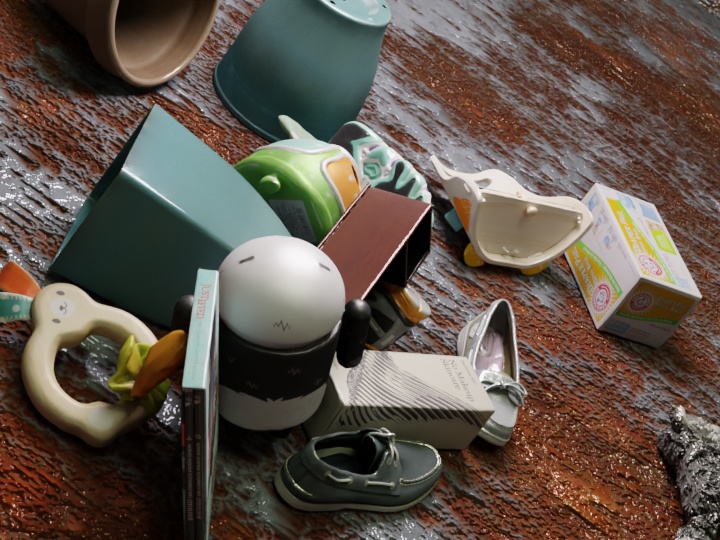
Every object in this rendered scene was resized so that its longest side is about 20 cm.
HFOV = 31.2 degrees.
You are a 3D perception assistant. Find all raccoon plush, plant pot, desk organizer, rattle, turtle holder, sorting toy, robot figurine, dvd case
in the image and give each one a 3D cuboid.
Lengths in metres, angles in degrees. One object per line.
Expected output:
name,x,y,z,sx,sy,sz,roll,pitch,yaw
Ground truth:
raccoon plush,0.373,0.234,1.472,0.134,0.097,0.200,39,32,22
plant pot,-0.060,-0.284,1.661,0.199,0.188,0.201,23,34,-17
desk organizer,0.000,0.000,1.317,0.077,0.072,0.200,17,42,19
plant pot,-0.293,-0.346,1.556,0.174,0.201,0.200,29,28,24
rattle,-0.247,0.043,1.106,0.130,0.143,0.200,-35,78,-18
plant pot,-0.171,-0.031,1.279,0.200,0.141,0.142,33,31,-15
turtle holder,-0.078,-0.072,1.414,0.141,0.185,0.132,51,52,-3
sorting toy,0.173,-0.092,1.715,0.199,0.107,0.180,9,33,-34
robot figurine,-0.082,0.062,1.171,0.125,0.201,0.150,35,44,24
dvd case,-0.131,0.121,1.065,0.022,0.201,0.146,3,37,-4

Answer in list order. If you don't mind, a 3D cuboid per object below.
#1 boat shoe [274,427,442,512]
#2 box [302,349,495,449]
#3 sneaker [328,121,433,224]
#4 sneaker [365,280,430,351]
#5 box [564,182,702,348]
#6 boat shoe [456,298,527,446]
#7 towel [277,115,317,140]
boat shoe,0.012,0.185,1.228,0.199,0.062,0.073,2,44,-41
box,0.033,0.131,1.311,0.199,0.069,0.082,5,42,-37
sneaker,0.053,-0.086,1.533,0.140,0.078,0.200,36,16,-49
sneaker,0.000,0.016,1.432,0.078,0.077,0.200,38,6,-35
box,0.362,-0.008,1.760,0.112,0.102,0.201,16,36,-26
boat shoe,0.147,0.112,1.443,0.074,0.065,0.202,27,33,-11
towel,-0.013,-0.091,1.549,0.200,0.023,0.152,56,12,32
